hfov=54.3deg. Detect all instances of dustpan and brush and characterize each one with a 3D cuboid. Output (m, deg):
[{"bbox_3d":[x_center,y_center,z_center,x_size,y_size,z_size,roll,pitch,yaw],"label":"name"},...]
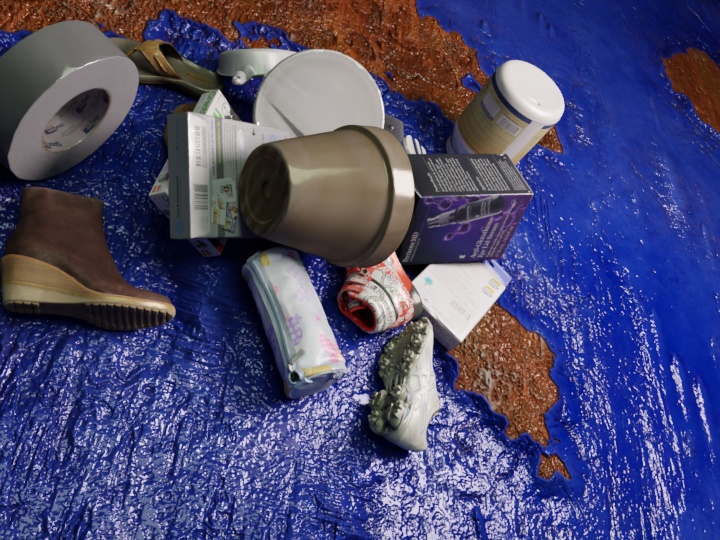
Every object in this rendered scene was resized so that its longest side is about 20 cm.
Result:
[{"bbox_3d":[-0.174,-0.318,1.104,0.139,0.057,0.200,0,13,5],"label":"dustpan and brush"}]

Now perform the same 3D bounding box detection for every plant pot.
[{"bbox_3d":[-0.057,-0.101,0.932,0.173,0.200,0.200,-1,59,-43],"label":"plant pot"}]

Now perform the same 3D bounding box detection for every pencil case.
[{"bbox_3d":[-0.091,0.068,0.924,0.091,0.083,0.200,4,55,-47],"label":"pencil case"}]

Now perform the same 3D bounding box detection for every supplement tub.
[{"bbox_3d":[0.263,-0.273,1.309,0.144,0.200,0.145,17,51,-22],"label":"supplement tub"}]

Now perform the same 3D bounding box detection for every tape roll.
[{"bbox_3d":[-0.370,-0.205,0.863,0.066,0.200,0.200,43,46,1],"label":"tape roll"}]

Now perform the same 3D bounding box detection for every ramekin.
[{"bbox_3d":[-0.071,-0.234,1.092,0.202,0.094,0.203,-2,97,-15],"label":"ramekin"}]

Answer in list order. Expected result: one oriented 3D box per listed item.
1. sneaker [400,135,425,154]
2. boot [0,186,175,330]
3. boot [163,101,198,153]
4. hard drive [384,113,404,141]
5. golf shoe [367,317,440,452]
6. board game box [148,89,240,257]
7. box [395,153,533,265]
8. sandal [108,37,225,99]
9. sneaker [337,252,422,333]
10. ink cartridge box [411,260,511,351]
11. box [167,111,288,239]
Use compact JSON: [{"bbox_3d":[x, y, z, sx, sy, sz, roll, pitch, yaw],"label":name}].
[{"bbox_3d":[0.081,-0.143,1.189,0.199,0.115,0.081,36,40,-47],"label":"sneaker"},{"bbox_3d":[-0.320,-0.019,0.849,0.200,0.072,0.167,10,56,-22],"label":"boot"},{"bbox_3d":[-0.253,-0.169,1.020,0.075,0.074,0.200,6,55,8],"label":"boot"},{"bbox_3d":[-0.018,-0.239,1.216,0.200,0.042,0.135,16,51,-21],"label":"hard drive"},{"bbox_3d":[0.074,0.161,0.986,0.097,0.078,0.200,44,46,-25],"label":"golf shoe"},{"bbox_3d":[-0.207,-0.136,0.973,0.126,0.035,0.200,55,39,-43],"label":"board game box"},{"bbox_3d":[0.143,-0.097,1.107,0.200,0.148,0.104,-5,48,-20],"label":"box"},{"bbox_3d":[-0.302,-0.320,1.088,0.200,0.055,0.082,16,52,-23],"label":"sandal"},{"bbox_3d":[0.001,0.000,1.042,0.108,0.067,0.202,-20,71,-40],"label":"sneaker"},{"bbox_3d":[0.157,0.028,1.138,0.119,0.042,0.200,45,49,4],"label":"ink cartridge box"},{"bbox_3d":[-0.170,-0.120,0.942,0.200,0.041,0.156,-6,96,-57],"label":"box"}]
